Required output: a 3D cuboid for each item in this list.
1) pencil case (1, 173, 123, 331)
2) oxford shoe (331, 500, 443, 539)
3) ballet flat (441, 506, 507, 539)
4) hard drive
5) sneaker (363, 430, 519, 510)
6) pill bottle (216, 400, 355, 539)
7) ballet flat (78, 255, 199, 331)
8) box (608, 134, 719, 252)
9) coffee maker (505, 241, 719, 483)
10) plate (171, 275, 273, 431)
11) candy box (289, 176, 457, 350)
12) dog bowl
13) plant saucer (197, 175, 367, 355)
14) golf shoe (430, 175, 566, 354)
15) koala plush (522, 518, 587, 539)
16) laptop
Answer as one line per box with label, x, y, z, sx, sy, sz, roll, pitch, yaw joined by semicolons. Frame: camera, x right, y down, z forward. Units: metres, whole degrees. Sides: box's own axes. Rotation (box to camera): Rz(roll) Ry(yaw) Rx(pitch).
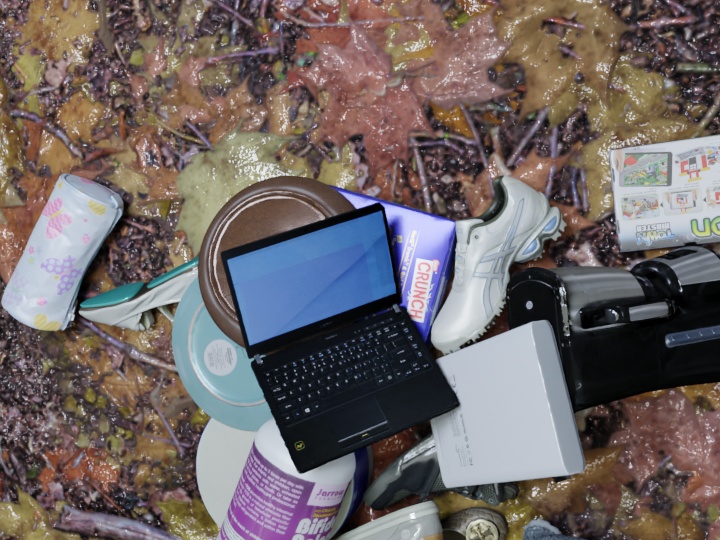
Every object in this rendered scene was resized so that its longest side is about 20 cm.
pencil case;-0.378;-0.022;0.989;0.091;0.083;0.200;30;101;14
oxford shoe;0.019;0.312;0.870;0.200;0.075;0.058;-38;63;41
ballet flat;0.078;0.333;0.897;0.200;0.046;0.067;-29;86;16
hard drive;0.128;0.136;0.750;0.027;0.200;0.132;-4;75;-26
sneaker;0.100;0.234;0.870;0.199;0.076;0.114;-36;77;10
pill bottle;-0.071;0.225;0.818;0.112;0.112;0.200;23;100;14
ballet flat;-0.260;0.041;0.974;0.200;0.069;0.070;-19;88;16
box;0.362;-0.083;0.795;0.200;0.035;0.110;-5;92;16
coffee maker;0.255;0.079;0.757;0.200;0.135;0.192;-6;113;-17
plate;-0.129;0.083;0.874;0.200;0.026;0.201;1;92;17
candy box;0.000;0.000;0.885;0.200;0.077;0.169;18;97;16
dog bowl;-0.090;0.230;0.923;0.200;0.079;0.201;1;93;16
plant saucer;-0.086;-0.008;0.836;0.200;0.034;0.201;-1;82;10
golf shoe;0.122;-0.010;0.825;0.097;0.078;0.200;37;85;-22
koala plush;0.240;0.347;0.785;0.200;0.177;0.184;38;109;4
laptop;-0.017;0.060;0.756;0.177;0.103;0.200;-19;60;-18
